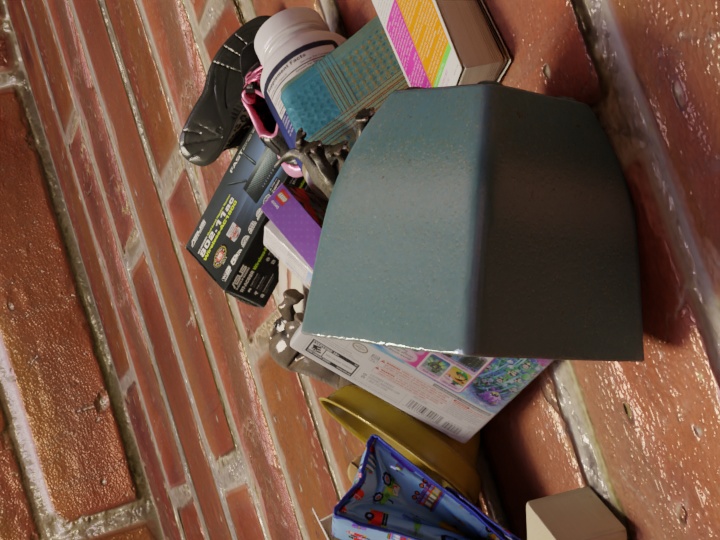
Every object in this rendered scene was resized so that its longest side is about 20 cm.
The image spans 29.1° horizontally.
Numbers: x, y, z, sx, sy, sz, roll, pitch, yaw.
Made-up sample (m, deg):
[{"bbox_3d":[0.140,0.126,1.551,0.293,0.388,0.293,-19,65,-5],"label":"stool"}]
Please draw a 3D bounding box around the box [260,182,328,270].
[{"bbox_3d":[0.000,0.000,1.409,0.200,0.039,0.137,49,-165,22],"label":"box"}]

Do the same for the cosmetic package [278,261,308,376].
[{"bbox_3d":[-0.035,0.013,1.601,0.087,0.103,0.200,-125,30,-44],"label":"cosmetic package"}]

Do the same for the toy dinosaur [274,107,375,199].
[{"bbox_3d":[-0.006,-0.089,1.277,0.200,0.077,0.102,-13,127,36],"label":"toy dinosaur"}]

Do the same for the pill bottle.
[{"bbox_3d":[-0.039,-0.180,1.461,0.111,0.111,0.200,104,145,-53],"label":"pill bottle"}]

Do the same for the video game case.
[{"bbox_3d":[0.055,0.067,1.274,0.182,0.200,0.024,-52,10,48],"label":"video game case"}]

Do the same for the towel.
[{"bbox_3d":[0.015,-0.138,1.341,0.022,0.147,0.200,30,-150,-60],"label":"towel"}]

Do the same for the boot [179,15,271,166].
[{"bbox_3d":[-0.145,-0.228,1.734,0.204,0.073,0.154,-57,-3,13],"label":"boot"}]

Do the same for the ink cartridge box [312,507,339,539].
[{"bbox_3d":[0.013,0.358,1.680,0.116,0.068,0.200,57,172,38],"label":"ink cartridge box"}]

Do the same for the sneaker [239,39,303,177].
[{"bbox_3d":[-0.102,-0.200,1.569,0.079,0.095,0.200,-39,51,19],"label":"sneaker"}]

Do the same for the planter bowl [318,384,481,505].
[{"bbox_3d":[0.060,0.158,1.425,0.200,0.084,0.200,34,169,8],"label":"planter bowl"}]

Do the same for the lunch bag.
[{"bbox_3d":[0.078,0.259,1.379,0.200,0.094,0.151,26,164,6],"label":"lunch bag"}]

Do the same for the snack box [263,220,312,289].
[{"bbox_3d":[-0.025,0.024,1.464,0.200,0.024,0.072,44,165,7],"label":"snack box"}]

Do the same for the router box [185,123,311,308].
[{"bbox_3d":[-0.120,-0.075,1.665,0.200,0.062,0.150,-60,32,7],"label":"router box"}]

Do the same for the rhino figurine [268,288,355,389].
[{"bbox_3d":[-0.012,0.101,1.545,0.088,0.200,0.060,-62,3,36],"label":"rhino figurine"}]

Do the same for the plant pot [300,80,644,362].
[{"bbox_3d":[0.091,-0.039,1.071,0.196,0.195,0.201,4,90,50],"label":"plant pot"}]

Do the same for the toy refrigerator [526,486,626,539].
[{"bbox_3d":[0.198,0.302,1.247,0.076,0.070,0.200,-130,32,-62],"label":"toy refrigerator"}]

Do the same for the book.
[{"bbox_3d":[0.059,-0.230,1.264,0.134,0.048,0.200,116,137,-60],"label":"book"}]

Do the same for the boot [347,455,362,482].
[{"bbox_3d":[0.065,0.278,1.573,0.175,0.066,0.200,47,173,0],"label":"boot"}]
